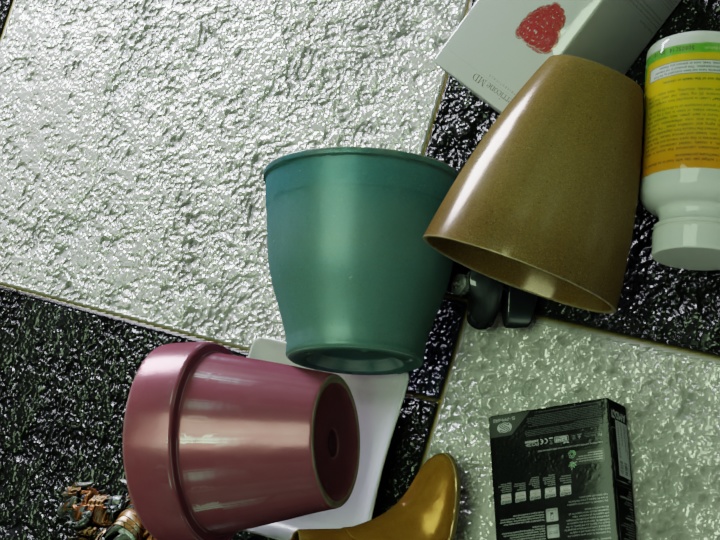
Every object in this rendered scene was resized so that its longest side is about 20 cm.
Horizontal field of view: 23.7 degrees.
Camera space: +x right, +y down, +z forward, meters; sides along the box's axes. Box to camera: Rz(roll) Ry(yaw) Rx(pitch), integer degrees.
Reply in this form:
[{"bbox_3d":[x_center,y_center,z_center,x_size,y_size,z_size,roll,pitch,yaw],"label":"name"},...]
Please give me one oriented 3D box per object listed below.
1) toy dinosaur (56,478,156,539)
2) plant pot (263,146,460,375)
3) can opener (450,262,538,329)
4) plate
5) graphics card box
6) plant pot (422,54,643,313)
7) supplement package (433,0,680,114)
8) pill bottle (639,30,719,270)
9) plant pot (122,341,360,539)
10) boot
[{"bbox_3d":[-0.256,0.290,1.805,0.200,0.102,0.136,10,62,55],"label":"toy dinosaur"},{"bbox_3d":[0.000,0.000,1.667,0.200,0.200,0.188,-6,74,30],"label":"plant pot"},{"bbox_3d":[0.130,-0.037,1.691,0.063,0.079,0.200,138,137,-61],"label":"can opener"},{"bbox_3d":[-0.050,0.180,1.743,0.199,0.032,0.200,10,81,34],"label":"plate"},{"bbox_3d":[0.186,0.225,1.572,0.125,0.051,0.200,-13,70,28],"label":"graphics card box"},{"bbox_3d":[0.179,-0.086,1.554,0.186,0.186,0.200,19,85,34],"label":"plant pot"},{"bbox_3d":[0.193,-0.236,1.668,0.121,0.120,0.200,41,98,33],"label":"supplement package"},{"bbox_3d":[0.311,-0.106,1.560,0.111,0.111,0.200,-3,73,31],"label":"pill bottle"},{"bbox_3d":[-0.104,0.165,1.650,0.179,0.200,0.200,-4,73,21],"label":"plant pot"},{"bbox_3d":[0.006,0.255,1.613,0.071,0.144,0.201,11,83,64],"label":"boot"}]
